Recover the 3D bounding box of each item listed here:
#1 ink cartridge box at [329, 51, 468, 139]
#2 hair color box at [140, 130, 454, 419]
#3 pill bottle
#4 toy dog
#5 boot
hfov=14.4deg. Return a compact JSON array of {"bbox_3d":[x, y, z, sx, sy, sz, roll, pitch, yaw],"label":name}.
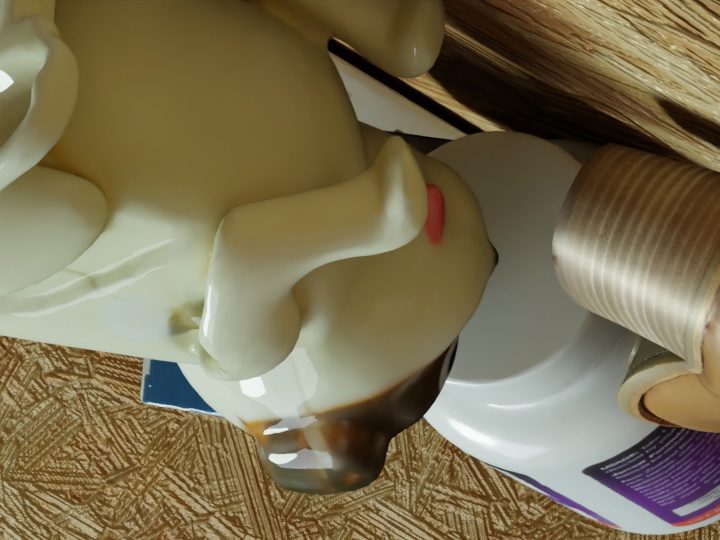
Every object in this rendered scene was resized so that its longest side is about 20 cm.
[{"bbox_3d":[0.004,-0.031,1.219,0.200,0.084,0.145,30,179,-15],"label":"ink cartridge box"},{"bbox_3d":[0.000,0.000,1.005,0.060,0.101,0.200,8,-178,26],"label":"hair color box"},{"bbox_3d":[0.076,0.020,0.967,0.111,0.112,0.200,29,178,26],"label":"pill bottle"},{"bbox_3d":[-0.052,-0.012,0.806,0.200,0.194,0.140,27,-143,-32],"label":"toy dog"},{"bbox_3d":[0.151,0.029,0.821,0.155,0.077,0.200,25,170,25],"label":"boot"}]
